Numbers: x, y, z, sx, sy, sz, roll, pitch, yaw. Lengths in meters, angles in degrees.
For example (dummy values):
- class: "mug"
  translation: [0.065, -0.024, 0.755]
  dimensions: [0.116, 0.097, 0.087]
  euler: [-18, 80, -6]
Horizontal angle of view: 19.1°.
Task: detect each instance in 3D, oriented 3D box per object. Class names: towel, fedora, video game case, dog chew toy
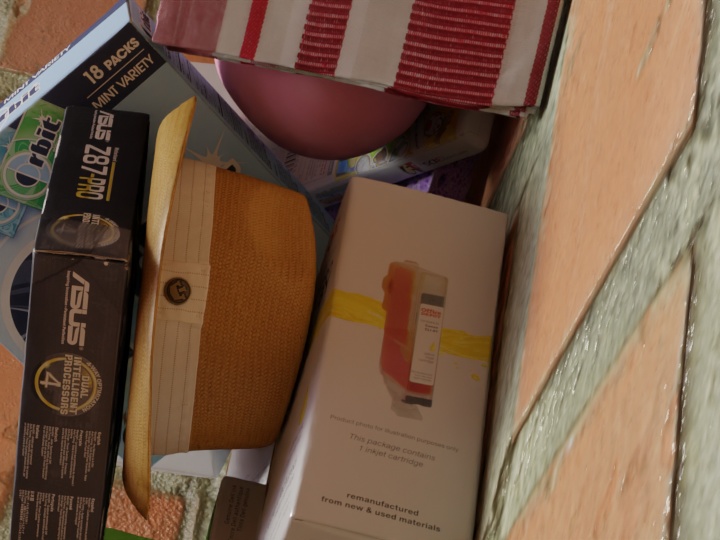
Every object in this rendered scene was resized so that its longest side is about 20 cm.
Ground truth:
- class: "towel"
  translation: [0.006, -0.161, 1.045]
  dimensions: [0.023, 0.199, 0.145]
  euler: [32, -109, -76]
- class: "fedora"
  translation: [-0.066, 0.020, 1.012]
  dimensions: [0.201, 0.081, 0.202]
  euler: [-174, 90, -85]
- class: "video game case"
  translation: [0.027, -0.137, 1.218]
  dimensions: [0.182, 0.023, 0.201]
  euler: [-17, 51, 50]
- class: "dog chew toy"
  translation: [0.018, -0.150, 1.108]
  dimensions: [0.200, 0.125, 0.125]
  euler: [-40, 18, 18]

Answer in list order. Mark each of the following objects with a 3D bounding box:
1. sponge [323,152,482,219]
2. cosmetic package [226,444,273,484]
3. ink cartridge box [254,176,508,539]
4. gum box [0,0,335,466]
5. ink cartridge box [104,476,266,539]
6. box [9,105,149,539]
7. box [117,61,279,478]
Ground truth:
- class: "sponge"
  translation: [0.000, 0.000, 1.194]
  dimensions: [0.111, 0.030, 0.201]
  euler: [2, 66, 56]
- class: "cosmetic package"
  translation: [-0.039, 0.169, 1.215]
  dimensions: [0.101, 0.071, 0.201]
  euler: [-47, 25, 46]
- class: "ink cartridge box"
  translation: [0.005, 0.080, 1.005]
  dimensions: [0.145, 0.083, 0.201]
  euler: [111, 172, -50]
- class: "gum box"
  translation: [-0.119, -0.014, 1.122]
  dimensions: [0.170, 0.200, 0.045]
  euler: [-38, 25, 10]
- class: "ink cartridge box"
  translation: [-0.085, 0.180, 1.067]
  dimensions: [0.076, 0.199, 0.148]
  euler: [110, 172, -48]
- class: "box"
  translation: [-0.136, 0.043, 1.028]
  dimensions: [0.161, 0.049, 0.201]
  euler: [-89, 7, -64]
- class: "box"
  translation: [-0.113, -0.005, 1.252]
  dimensions: [0.152, 0.106, 0.201]
  euler: [-59, -26, -64]
